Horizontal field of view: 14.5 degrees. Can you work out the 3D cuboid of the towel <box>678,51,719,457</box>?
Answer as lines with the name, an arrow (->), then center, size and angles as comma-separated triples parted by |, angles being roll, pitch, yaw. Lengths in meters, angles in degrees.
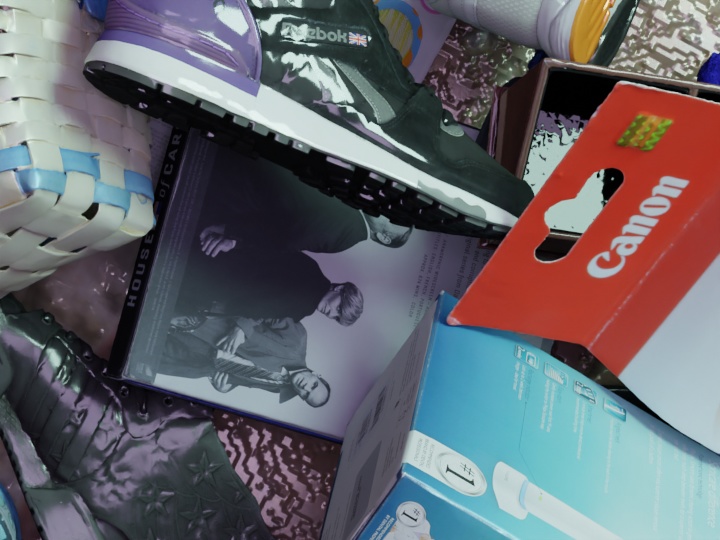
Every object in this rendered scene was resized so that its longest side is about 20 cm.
towel -> 0.216, 0.007, 1.258 | 0.147, 0.050, 0.202 | 5, 82, -18

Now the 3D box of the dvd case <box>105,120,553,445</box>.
dvd case -> 0.000, 0.000, 1.232 | 0.199, 0.025, 0.151 | 18, 85, -27

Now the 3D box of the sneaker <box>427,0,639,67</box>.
sneaker -> 0.094, -0.170, 1.231 | 0.091, 0.076, 0.200 | 17, 45, 17

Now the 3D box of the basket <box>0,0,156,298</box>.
basket -> -0.176, -0.087, 1.158 | 0.176, 0.139, 0.201 | -23, 75, 27

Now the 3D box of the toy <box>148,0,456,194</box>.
toy -> -0.024, -0.110, 1.249 | 0.115, 0.047, 0.201 | 26, 91, -34

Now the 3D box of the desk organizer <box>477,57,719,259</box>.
desk organizer -> 0.157, -0.036, 1.192 | 0.198, 0.077, 0.072 | 8, 81, -10

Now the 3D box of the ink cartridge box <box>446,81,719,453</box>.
ink cartridge box -> 0.157, 0.010, 1.127 | 0.199, 0.162, 0.050 | 11, 50, -22

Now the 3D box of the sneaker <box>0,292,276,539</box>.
sneaker -> -0.106, 0.064, 1.236 | 0.104, 0.060, 0.201 | -23, 93, -8

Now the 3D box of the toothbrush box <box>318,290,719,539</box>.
toothbrush box -> 0.088, 0.120, 1.154 | 0.199, 0.147, 0.086 | 29, 118, -9

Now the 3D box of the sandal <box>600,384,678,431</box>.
sandal -> 0.152, 0.137, 1.264 | 0.076, 0.043, 0.201 | -31, 90, -7

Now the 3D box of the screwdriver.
screwdriver -> 0.089, -0.114, 1.260 | 0.029, 0.028, 0.201 | 20, 66, 5

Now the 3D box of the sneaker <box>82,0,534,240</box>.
sneaker -> -0.004, -0.079, 1.114 | 0.199, 0.076, 0.088 | 24, 80, -26

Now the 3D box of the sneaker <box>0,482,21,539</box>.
sneaker -> -0.179, 0.184, 1.201 | 0.079, 0.096, 0.202 | -5, 87, -6
